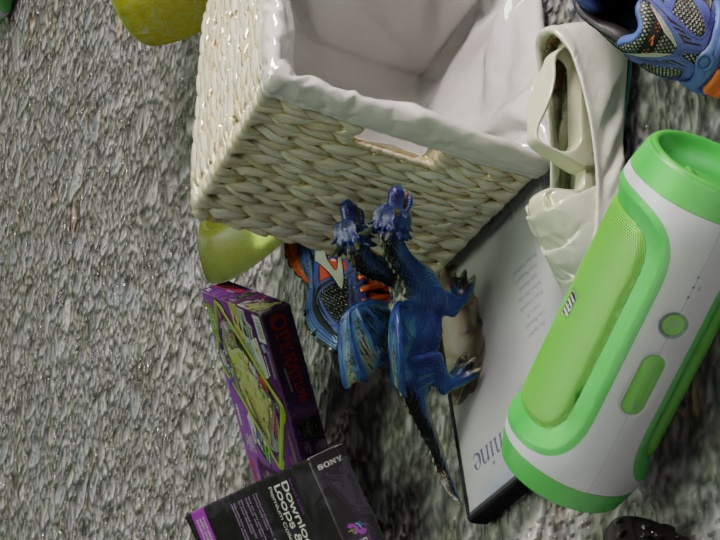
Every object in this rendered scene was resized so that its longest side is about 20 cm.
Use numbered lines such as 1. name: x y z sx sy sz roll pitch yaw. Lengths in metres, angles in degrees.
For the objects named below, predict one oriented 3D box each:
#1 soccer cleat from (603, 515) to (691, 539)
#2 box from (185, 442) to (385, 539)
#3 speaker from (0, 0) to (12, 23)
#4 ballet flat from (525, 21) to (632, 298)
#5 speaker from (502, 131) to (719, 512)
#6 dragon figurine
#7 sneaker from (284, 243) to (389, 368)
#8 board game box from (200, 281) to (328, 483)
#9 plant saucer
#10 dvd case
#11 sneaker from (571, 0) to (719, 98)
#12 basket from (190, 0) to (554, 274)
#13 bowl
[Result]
1. soccer cleat: 0.165 0.212 0.987 0.073 0.068 0.200 -66 32 33
2. box: -0.042 0.211 1.351 0.200 0.036 0.143 -32 81 54
3. speaker: -0.437 -0.396 2.331 0.200 0.088 0.089 -63 31 29
4. ballet flat: 0.126 -0.056 1.148 0.069 0.069 0.201 -28 57 57
5. speaker: 0.148 0.029 1.041 0.200 0.088 0.089 -67 30 24
6. dragon figurine: 0.023 0.047 1.215 0.059 0.099 0.201 3 92 43
7. sneaker: 0.000 0.000 1.352 0.079 0.075 0.200 -62 33 25
8. board game box: -0.059 0.112 1.393 0.120 0.032 0.201 13 121 60
9. plant saucer: -0.057 -0.076 1.438 0.200 0.031 0.200 -43 17 16
10. dvd case: 0.095 0.042 1.228 0.143 0.018 0.201 -47 42 46
11. sneaker: 0.154 -0.174 1.118 0.075 0.078 0.200 -66 30 24
12. basket: 0.001 -0.129 1.255 0.161 0.198 0.201 -49 33 48
13. bowl: -0.141 -0.297 1.675 0.107 0.200 0.201 -2 75 18
